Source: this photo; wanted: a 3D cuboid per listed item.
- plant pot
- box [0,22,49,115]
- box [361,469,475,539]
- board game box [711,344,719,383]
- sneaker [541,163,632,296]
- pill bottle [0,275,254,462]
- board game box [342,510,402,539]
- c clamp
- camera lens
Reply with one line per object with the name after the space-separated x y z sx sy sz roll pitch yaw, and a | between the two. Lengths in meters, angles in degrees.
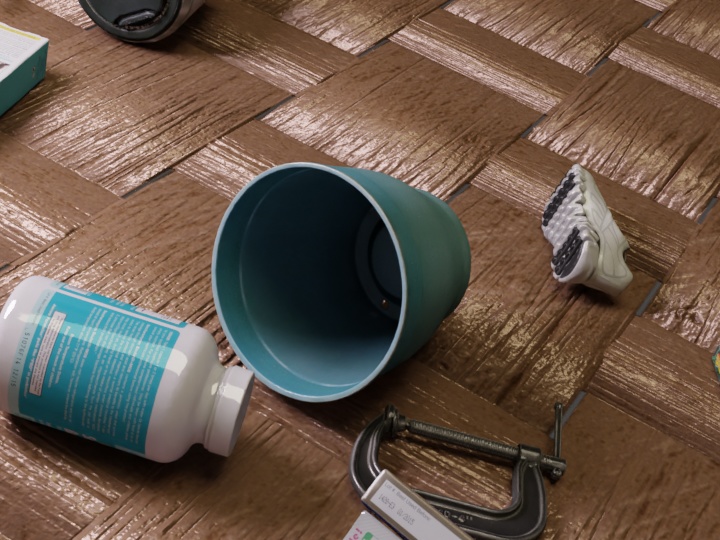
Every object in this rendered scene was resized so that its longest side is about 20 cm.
0.000 0.000 1.206 0.199 0.202 0.187 33 22 24 | plant pot
-0.410 -0.200 1.427 0.081 0.050 0.201 19 34 5 | box
0.076 0.209 0.947 0.121 0.200 0.032 36 79 26 | box
0.407 0.150 1.297 0.103 0.024 0.201 10 35 -5 | board game box
0.248 -0.041 1.469 0.080 0.076 0.201 23 35 -14 | sneaker
-0.187 0.084 1.066 0.197 0.112 0.111 18 34 3 | pill bottle
0.037 0.276 0.858 0.199 0.064 0.148 36 83 26 | board game box
0.085 0.163 1.148 0.197 0.027 0.172 12 40 -9 | c clamp
-0.252 -0.382 1.651 0.158 0.161 0.201 20 34 6 | camera lens
